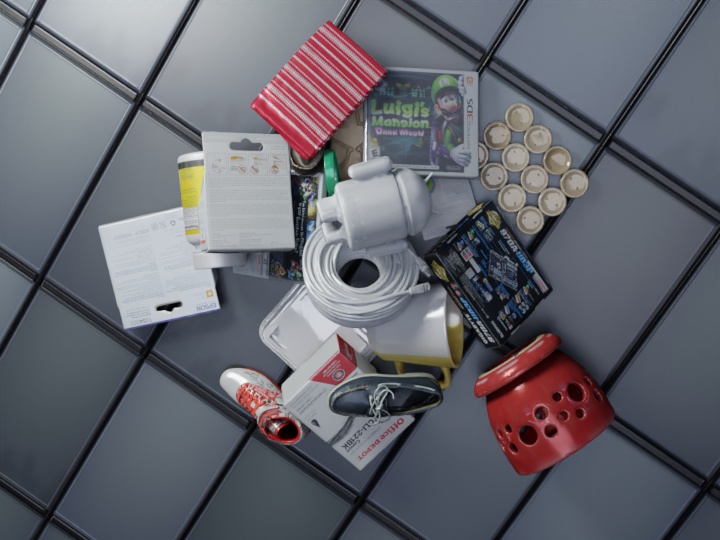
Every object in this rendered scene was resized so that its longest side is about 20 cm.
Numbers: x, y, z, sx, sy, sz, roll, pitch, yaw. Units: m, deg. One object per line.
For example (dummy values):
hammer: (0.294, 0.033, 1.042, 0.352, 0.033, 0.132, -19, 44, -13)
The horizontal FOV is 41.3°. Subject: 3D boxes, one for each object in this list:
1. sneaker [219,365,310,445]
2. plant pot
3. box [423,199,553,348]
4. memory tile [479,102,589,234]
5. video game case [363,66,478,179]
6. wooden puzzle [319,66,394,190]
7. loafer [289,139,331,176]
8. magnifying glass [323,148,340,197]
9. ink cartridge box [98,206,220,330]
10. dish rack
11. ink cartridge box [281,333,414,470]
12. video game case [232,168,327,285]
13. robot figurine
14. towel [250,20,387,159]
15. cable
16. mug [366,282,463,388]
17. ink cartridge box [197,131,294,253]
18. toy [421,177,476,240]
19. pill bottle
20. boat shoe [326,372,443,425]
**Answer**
sneaker: (-0.180, 0.247, 1.748, 0.200, 0.108, 0.068, 31, 102, 3)
plant pot: (0.305, 0.223, 1.636, 0.200, 0.200, 0.183, -35, 84, 12)
box: (0.220, 0.006, 1.629, 0.159, 0.046, 0.201, -42, 102, -27)
memory tile: (0.286, -0.176, 1.655, 0.153, 0.017, 0.200, -40, 90, 5)
video game case: (0.103, -0.250, 1.616, 0.198, 0.023, 0.184, 1, 85, -9)
wooden puzzle: (-0.012, -0.248, 1.684, 0.183, 0.046, 0.202, -5, 93, 9)
loafer: (-0.084, -0.262, 1.629, 0.072, 0.071, 0.202, 11, 91, 10)
magnifying glass: (-0.039, -0.126, 1.648, 0.022, 0.080, 0.201, -5, 140, 4)
ink cartridge box: (-0.368, -0.007, 1.771, 0.194, 0.043, 0.202, -11, 98, 8)
dish rack: (-0.075, 0.124, 1.748, 0.200, 0.044, 0.172, 42, 101, -1)
ink cartridge box: (-0.022, 0.237, 1.707, 0.144, 0.084, 0.200, -44, 110, 10)
video game case: (-0.146, -0.083, 1.710, 0.180, 0.023, 0.202, 9, 100, 27)
robot figurine: (0.031, -0.100, 1.552, 0.198, 0.113, 0.171, -15, 121, -3)
towel: (-0.070, -0.299, 1.584, 0.144, 0.022, 0.200, 42, 87, 10)
cable: (0.000, 0.000, 1.616, 0.198, 0.069, 0.201, -24, 64, -14)
mug: (0.094, 0.117, 1.673, 0.151, 0.149, 0.189, -4, 84, 17)
ink cartridge box: (-0.199, -0.132, 1.636, 0.161, 0.050, 0.202, -2, 83, -27)
toy: (0.127, -0.162, 1.664, 0.114, 0.047, 0.202, -15, 93, -20)
pill bottle: (-0.257, -0.107, 1.689, 0.113, 0.114, 0.202, -6, 92, 9)
boat shoe: (0.043, 0.221, 1.632, 0.198, 0.062, 0.076, -2, 110, -9)
